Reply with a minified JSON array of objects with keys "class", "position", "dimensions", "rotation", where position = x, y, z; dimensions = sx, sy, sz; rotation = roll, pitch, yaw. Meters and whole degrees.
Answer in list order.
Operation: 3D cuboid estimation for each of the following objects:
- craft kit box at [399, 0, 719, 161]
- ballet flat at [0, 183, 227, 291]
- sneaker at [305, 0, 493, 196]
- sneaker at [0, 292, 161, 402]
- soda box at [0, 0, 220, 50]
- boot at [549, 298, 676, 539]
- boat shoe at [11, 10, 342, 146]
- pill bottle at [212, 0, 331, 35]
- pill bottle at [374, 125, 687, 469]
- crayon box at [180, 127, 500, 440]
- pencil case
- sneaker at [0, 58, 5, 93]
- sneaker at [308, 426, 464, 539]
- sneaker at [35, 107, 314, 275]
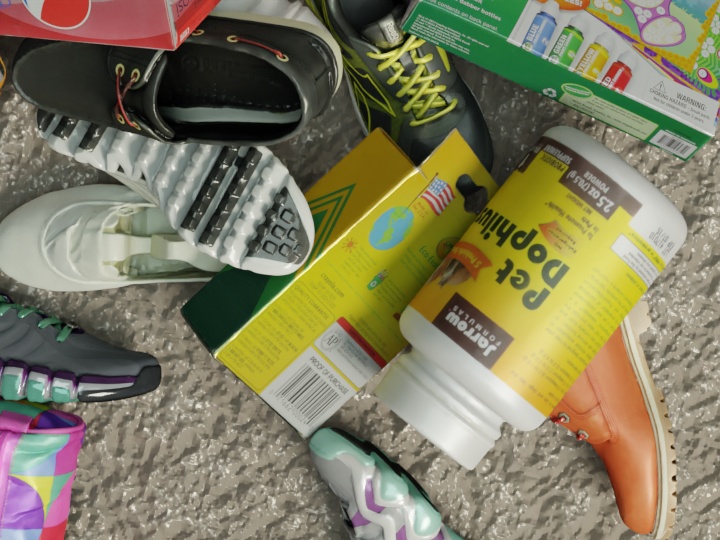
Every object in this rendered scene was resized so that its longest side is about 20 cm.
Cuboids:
[{"class":"craft kit box","position":[0.148,-0.196,1.112],"dimensions":[0.199,0.049,0.199],"rotation":[23,64,-8]},{"class":"ballet flat","position":[-0.134,-0.019,1.136],"dimensions":[0.198,0.069,0.070],"rotation":[1,96,-5]},{"class":"sneaker","position":[0.019,-0.130,1.127],"dimensions":[0.074,0.085,0.201],"rotation":[-33,98,0]},{"class":"sneaker","position":[-0.223,0.036,1.133],"dimensions":[0.198,0.074,0.088],"rotation":[3,90,-5]},{"class":"soda box","position":[-0.181,-0.172,1.008],"dimensions":[0.199,0.070,0.064],"rotation":[8,127,22]},{"class":"boot","position":[0.146,0.084,1.174],"dimensions":[0.106,0.075,0.202],"rotation":[-15,89,0]},{"class":"boat shoe","position":[-0.113,-0.111,1.024],"dimensions":[0.200,0.063,0.074],"rotation":[5,120,17]},{"class":"pill bottle","position":[-0.116,-0.183,1.092],"dimensions":[0.120,0.120,0.200],"rotation":[-44,98,1]},{"class":"pill bottle","position":[0.099,0.019,1.092],"dimensions":[0.109,0.109,0.200],"rotation":[38,89,-8]},{"class":"crayon box","position":[0.000,0.000,1.124],"dimensions":[0.200,0.051,0.127],"rotation":[-42,140,0]},{"class":"pencil case","position":[-0.228,0.182,1.140],"dimensions":[0.088,0.088,0.202],"rotation":[9,93,-6]},{"class":"sneaker","position":[-0.258,-0.112,1.111],"dimensions":[0.077,0.078,0.202],"rotation":[9,95,-11]},{"class":"sneaker","position":[0.009,0.209,1.168],"dimensions":[0.200,0.078,0.140],"rotation":[44,90,-8]},{"class":"sneaker","position":[-0.103,-0.060,1.096],"dimensions":[0.199,0.081,0.075],"rotation":[35,87,22]}]
